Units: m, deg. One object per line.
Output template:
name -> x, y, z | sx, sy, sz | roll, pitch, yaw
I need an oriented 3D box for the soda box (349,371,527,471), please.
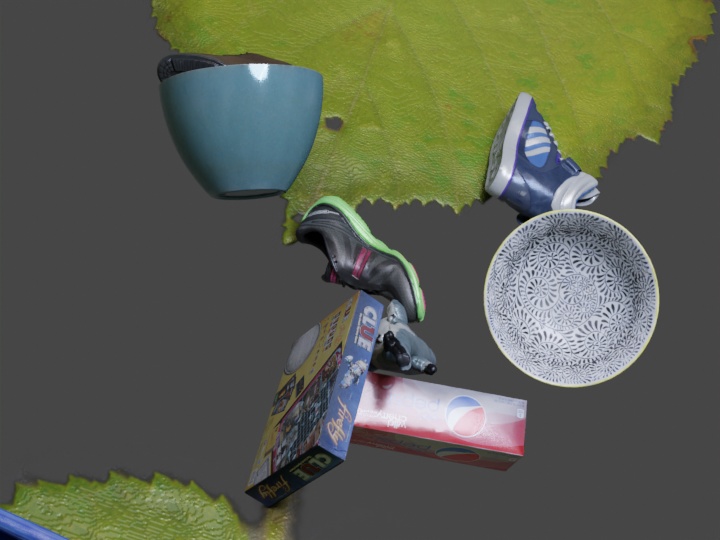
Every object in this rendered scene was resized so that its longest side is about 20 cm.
soda box -> 0.074, 0.161, 1.315 | 0.197, 0.070, 0.064 | 10, 66, -6

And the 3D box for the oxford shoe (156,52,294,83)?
oxford shoe -> -0.168, -0.251, 1.615 | 0.197, 0.073, 0.085 | 10, 33, -11

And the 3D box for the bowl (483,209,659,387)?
bowl -> 0.245, 0.032, 1.442 | 0.198, 0.094, 0.204 | 0, 90, 8

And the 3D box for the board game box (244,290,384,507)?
board game box -> -0.046, 0.131, 1.269 | 0.034, 0.135, 0.202 | 34, 46, -19

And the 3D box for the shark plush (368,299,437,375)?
shark plush -> 0.052, 0.081, 1.314 | 0.083, 0.200, 0.091 | 33, 78, 2

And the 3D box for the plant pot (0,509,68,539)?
plant pot -> -0.321, 0.322, 0.988 | 0.198, 0.181, 0.201 | 23, 47, 5

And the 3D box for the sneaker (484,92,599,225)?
sneaker -> 0.248, -0.139, 1.629 | 0.145, 0.081, 0.201 | 25, 44, -5

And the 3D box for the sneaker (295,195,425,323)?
sneaker -> 0.000, 0.000, 1.448 | 0.084, 0.077, 0.200 | -39, 64, -18

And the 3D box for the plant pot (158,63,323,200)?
plant pot -> -0.138, -0.158, 1.475 | 0.197, 0.200, 0.137 | -4, 87, -18
